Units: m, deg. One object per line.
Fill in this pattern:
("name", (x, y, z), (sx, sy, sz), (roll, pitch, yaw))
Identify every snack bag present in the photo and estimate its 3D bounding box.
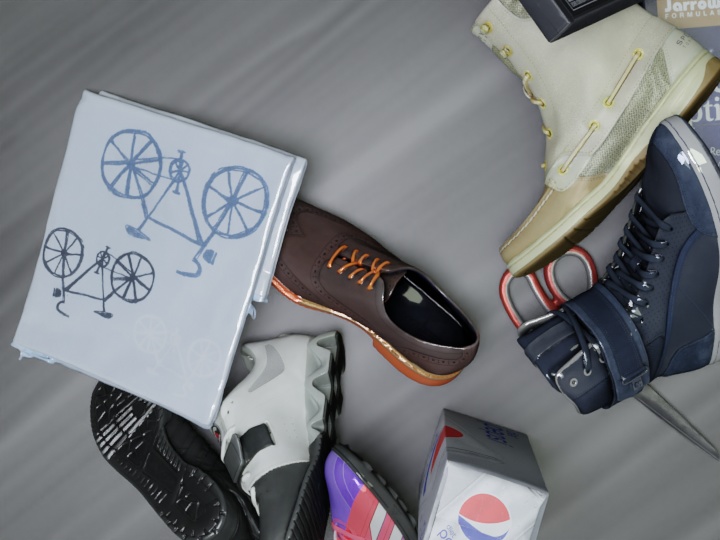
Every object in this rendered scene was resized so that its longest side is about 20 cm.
("snack bag", (-0.143, -0.008, 1.004), (0.187, 0.021, 0.202), (18, 94, 24))

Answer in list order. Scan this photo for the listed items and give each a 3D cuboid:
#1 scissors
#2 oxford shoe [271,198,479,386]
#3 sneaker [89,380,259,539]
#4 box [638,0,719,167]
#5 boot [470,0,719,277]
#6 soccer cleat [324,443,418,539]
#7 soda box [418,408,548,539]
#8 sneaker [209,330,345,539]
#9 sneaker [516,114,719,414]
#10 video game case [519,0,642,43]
("scissors", (0.176, 0.072, 1.035), (0.073, 0.014, 0.201), (-34, 93, 1))
("oxford shoe", (0.000, 0.000, 0.995), (0.199, 0.073, 0.072), (33, 67, -3))
("sneaker", (-0.113, 0.155, 1.018), (0.060, 0.104, 0.200), (-45, 54, 2))
("box", (0.257, -0.130, 1.010), (0.120, 0.032, 0.203), (-4, 92, 2))
("boot", (0.129, -0.111, 0.990), (0.155, 0.072, 0.200), (44, 106, 11))
("soccer cleat", (0.011, 0.206, 0.984), (0.073, 0.068, 0.201), (-32, 123, -12))
("soda box", (0.077, 0.144, 0.947), (0.068, 0.200, 0.064), (17, 94, 2))
("sneaker", (-0.063, 0.128, 0.978), (0.087, 0.201, 0.075), (0, 135, 7))
("sneaker", (0.172, 0.006, 0.950), (0.145, 0.077, 0.204), (-20, 127, -8))
("video game case", (0.124, -0.246, 0.929), (0.182, 0.199, 0.025), (55, 133, 5))
